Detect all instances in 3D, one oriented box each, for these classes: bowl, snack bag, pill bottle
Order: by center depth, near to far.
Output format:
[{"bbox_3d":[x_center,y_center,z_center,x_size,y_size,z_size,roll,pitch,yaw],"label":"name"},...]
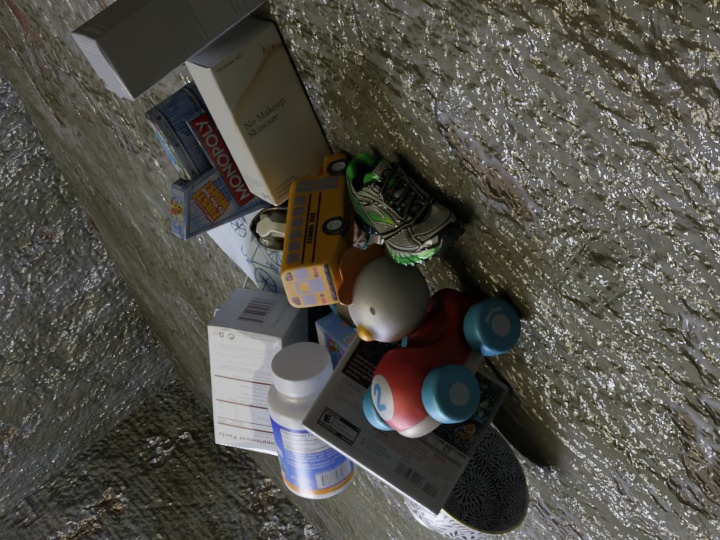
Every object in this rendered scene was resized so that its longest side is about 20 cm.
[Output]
[{"bbox_3d":[0.116,0.280,1.434,0.201,0.200,0.095,49,124,14],"label":"bowl"},{"bbox_3d":[-0.068,0.202,1.493,0.112,0.111,0.203,34,141,46],"label":"pill bottle"},{"bbox_3d":[-0.160,-0.054,1.580,0.200,0.021,0.189,44,150,14],"label":"snack bag"}]

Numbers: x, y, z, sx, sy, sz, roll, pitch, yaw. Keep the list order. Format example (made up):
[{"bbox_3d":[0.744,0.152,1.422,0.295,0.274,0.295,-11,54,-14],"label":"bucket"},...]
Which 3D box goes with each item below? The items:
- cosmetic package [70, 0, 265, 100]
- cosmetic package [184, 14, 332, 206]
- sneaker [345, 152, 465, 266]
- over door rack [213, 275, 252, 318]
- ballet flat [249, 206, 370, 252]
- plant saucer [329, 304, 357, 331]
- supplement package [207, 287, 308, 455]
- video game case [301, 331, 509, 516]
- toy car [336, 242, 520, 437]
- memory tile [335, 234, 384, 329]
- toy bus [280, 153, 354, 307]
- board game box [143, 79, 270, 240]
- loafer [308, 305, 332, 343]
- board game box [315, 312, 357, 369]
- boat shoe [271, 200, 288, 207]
[{"bbox_3d":[-0.217,-0.286,1.238,0.106,0.199,0.091,24,148,55],"label":"cosmetic package"},{"bbox_3d":[-0.120,-0.193,1.331,0.073,0.103,0.202,30,153,49],"label":"cosmetic package"},{"bbox_3d":[0.038,-0.069,1.193,0.199,0.078,0.086,32,153,52],"label":"sneaker"},{"bbox_3d":[-0.132,0.106,1.721,0.199,0.148,0.067,36,118,-2],"label":"over door rack"},{"bbox_3d":[-0.075,-0.048,1.395,0.198,0.072,0.073,6,133,47],"label":"ballet flat"},{"bbox_3d":[-0.036,0.055,1.722,0.200,0.027,0.201,47,163,19],"label":"plant saucer"},{"bbox_3d":[-0.144,0.147,1.588,0.115,0.117,0.203,8,119,13],"label":"supplement package"},{"bbox_3d":[0.056,0.167,1.341,0.198,0.183,0.023,33,165,3],"label":"video game case"},{"bbox_3d":[0.039,0.064,1.226,0.200,0.178,0.184,42,156,-12],"label":"toy car"},{"bbox_3d":[0.000,0.000,1.429,0.153,0.017,0.203,27,131,55],"label":"memory tile"},{"bbox_3d":[-0.045,-0.051,1.282,0.202,0.077,0.066,-88,-14,-47],"label":"toy bus"},{"bbox_3d":[-0.185,-0.144,1.432,0.061,0.199,0.202,22,146,60],"label":"board game box"},{"bbox_3d":[-0.102,0.041,1.673,0.201,0.068,0.070,51,180,18],"label":"loafer"},{"bbox_3d":[0.003,0.177,1.506,0.151,0.036,0.203,36,142,49],"label":"board game box"},{"bbox_3d":[-0.074,-0.061,1.549,0.092,0.074,0.202,-18,106,52],"label":"boat shoe"}]
